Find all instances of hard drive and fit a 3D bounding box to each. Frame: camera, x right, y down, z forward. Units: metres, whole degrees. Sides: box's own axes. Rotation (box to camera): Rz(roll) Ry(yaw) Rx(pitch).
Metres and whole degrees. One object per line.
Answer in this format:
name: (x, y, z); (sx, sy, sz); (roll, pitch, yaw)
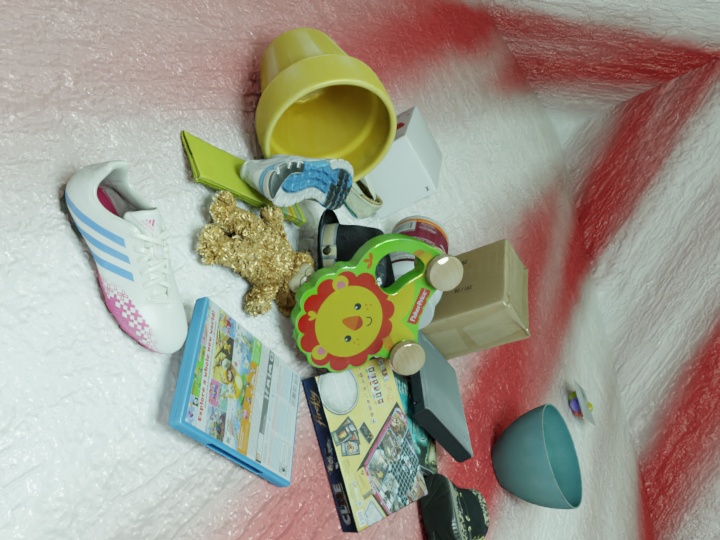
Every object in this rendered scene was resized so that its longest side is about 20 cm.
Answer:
hard drive: (0.130, 0.206, 1.051); (0.140, 0.033, 0.201); (48, 20, -27)

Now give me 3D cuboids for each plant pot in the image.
plant pot: (0.347, 0.385, 1.249); (0.200, 0.134, 0.202); (39, 40, -43)
plant pot: (-0.067, -0.254, 0.922); (0.200, 0.200, 0.190); (30, 31, -48)

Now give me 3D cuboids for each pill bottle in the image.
pill bottle: (0.093, 0.003, 1.090); (0.114, 0.114, 0.201); (52, 33, -27)

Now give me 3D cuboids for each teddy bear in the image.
teddy bear: (-0.123, -0.018, 0.785); (0.200, 0.066, 0.146); (52, 35, -26)

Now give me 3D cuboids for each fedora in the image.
fedora: (0.000, 0.000, 0.899); (0.201, 0.091, 0.203); (-9, 90, -81)

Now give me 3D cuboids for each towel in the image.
towel: (-0.155, -0.119, 0.836); (0.199, 0.018, 0.086); (21, 35, -52)

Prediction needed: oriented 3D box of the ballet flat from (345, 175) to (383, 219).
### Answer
ballet flat: (-0.028, -0.175, 1.053); (0.200, 0.062, 0.068); (50, 34, -30)

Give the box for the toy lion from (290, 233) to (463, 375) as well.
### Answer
toy lion: (0.012, 0.043, 0.805); (0.190, 0.201, 0.069); (19, 10, -23)

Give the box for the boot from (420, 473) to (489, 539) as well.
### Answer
boot: (0.160, 0.432, 0.966); (0.153, 0.073, 0.205); (34, 43, -49)

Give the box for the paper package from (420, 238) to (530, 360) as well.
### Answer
paper package: (0.210, 0.056, 1.165); (0.104, 0.199, 0.191); (51, 34, -28)

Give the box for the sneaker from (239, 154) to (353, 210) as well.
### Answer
sneaker: (-0.086, -0.132, 0.860); (0.199, 0.086, 0.076); (-3, 113, -57)

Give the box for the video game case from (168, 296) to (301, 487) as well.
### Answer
video game case: (-0.129, 0.141, 0.689); (0.200, 0.018, 0.144); (52, 32, -46)

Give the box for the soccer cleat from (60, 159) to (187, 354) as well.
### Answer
soccer cleat: (-0.216, -0.012, 0.601); (0.201, 0.086, 0.070); (63, 29, -11)

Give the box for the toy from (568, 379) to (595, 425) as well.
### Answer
toy: (0.661, 0.406, 1.865); (0.200, 0.047, 0.116); (30, 44, -54)

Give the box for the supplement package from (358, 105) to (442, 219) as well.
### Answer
supplement package: (0.073, -0.208, 1.165); (0.120, 0.121, 0.200); (57, 23, -21)

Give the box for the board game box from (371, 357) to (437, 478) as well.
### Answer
board game box: (0.060, 0.233, 0.971); (0.200, 0.028, 0.136); (40, 39, -42)

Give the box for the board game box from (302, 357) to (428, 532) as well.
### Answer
board game box: (0.008, 0.228, 0.837); (0.135, 0.035, 0.202); (-9, 79, -41)
